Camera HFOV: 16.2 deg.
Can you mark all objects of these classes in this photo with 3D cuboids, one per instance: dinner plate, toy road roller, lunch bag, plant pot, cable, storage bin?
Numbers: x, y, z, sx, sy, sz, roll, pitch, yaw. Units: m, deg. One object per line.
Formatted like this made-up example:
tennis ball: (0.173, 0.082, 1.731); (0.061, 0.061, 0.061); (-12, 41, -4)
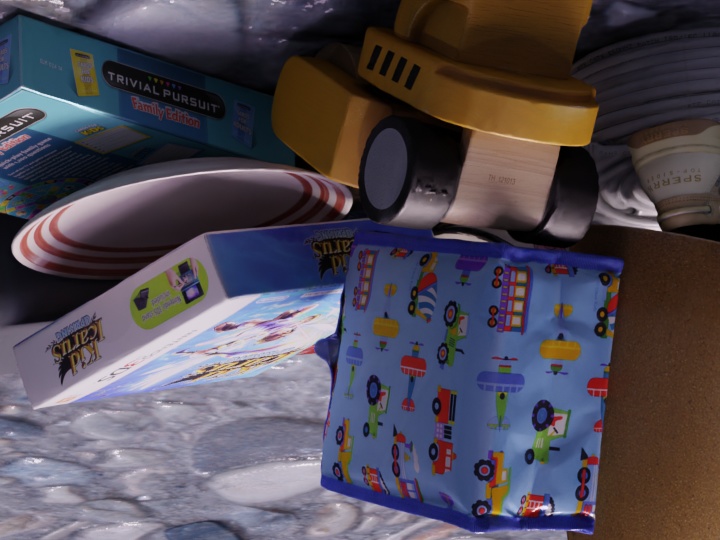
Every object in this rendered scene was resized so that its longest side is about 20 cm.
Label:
dinner plate: (-0.104, -0.034, 1.470); (0.200, 0.024, 0.200); (-8, 165, -2)
toy road roller: (0.051, -0.105, 1.361); (0.123, 0.146, 0.200); (7, -165, -29)
lunch bag: (0.038, 0.056, 1.399); (0.094, 0.151, 0.200); (6, -179, -39)
plant pot: (0.187, 0.092, 1.414); (0.186, 0.200, 0.186); (13, 177, 1)
cable: (0.205, -0.078, 1.494); (0.200, 0.069, 0.200); (-11, 160, 17)
storage bin: (-0.240, 0.017, 1.590); (0.134, 0.146, 0.200); (-1, 162, -38)

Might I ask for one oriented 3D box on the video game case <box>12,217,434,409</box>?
video game case: (-0.078, 0.025, 1.531); (0.181, 0.046, 0.200); (-28, 166, 39)

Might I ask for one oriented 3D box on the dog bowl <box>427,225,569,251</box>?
dog bowl: (0.116, 0.048, 1.585); (0.074, 0.200, 0.200); (-32, 176, -31)

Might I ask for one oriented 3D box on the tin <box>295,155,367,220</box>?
tin: (-0.063, -0.023, 1.611); (0.200, 0.042, 0.112); (-10, 144, 17)

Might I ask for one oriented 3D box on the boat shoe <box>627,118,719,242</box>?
boat shoe: (0.206, -0.028, 1.433); (0.073, 0.063, 0.200); (-16, 158, 28)

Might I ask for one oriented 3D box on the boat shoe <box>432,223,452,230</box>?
boat shoe: (0.000, 0.000, 1.682); (0.200, 0.057, 0.067); (-15, 157, 29)

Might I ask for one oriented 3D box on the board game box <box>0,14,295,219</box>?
board game box: (-0.161, -0.076, 1.458); (0.200, 0.047, 0.151); (16, 152, -42)

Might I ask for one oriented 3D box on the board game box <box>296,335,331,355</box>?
board game box: (0.049, 0.020, 1.724); (0.200, 0.019, 0.103); (-19, 175, 16)
